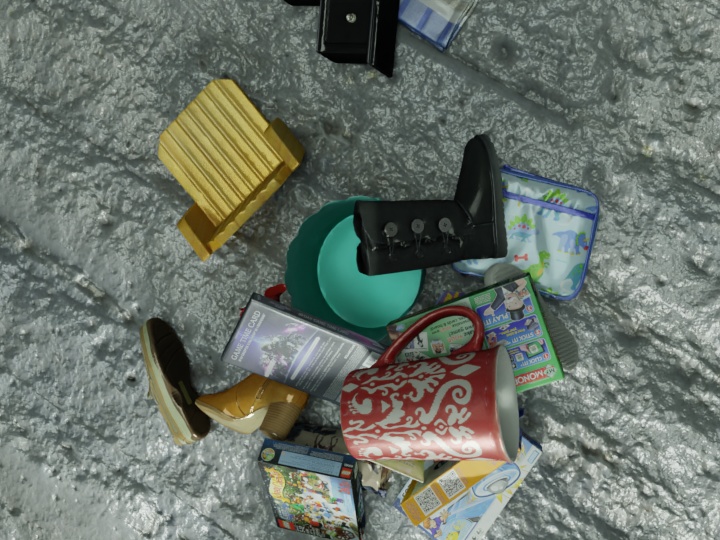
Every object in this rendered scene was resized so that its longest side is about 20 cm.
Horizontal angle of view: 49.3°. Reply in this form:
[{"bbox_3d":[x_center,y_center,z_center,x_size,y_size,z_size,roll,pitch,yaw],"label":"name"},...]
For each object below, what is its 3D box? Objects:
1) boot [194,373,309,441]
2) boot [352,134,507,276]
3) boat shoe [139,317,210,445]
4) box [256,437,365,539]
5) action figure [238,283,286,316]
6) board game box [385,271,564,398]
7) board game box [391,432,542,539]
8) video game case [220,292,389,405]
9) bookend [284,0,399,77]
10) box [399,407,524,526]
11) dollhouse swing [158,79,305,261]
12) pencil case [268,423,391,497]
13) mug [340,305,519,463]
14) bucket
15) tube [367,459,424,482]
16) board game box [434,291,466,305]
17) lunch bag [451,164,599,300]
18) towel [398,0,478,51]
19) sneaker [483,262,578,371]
[{"bbox_3d":[-0.150,0.170,1.183,0.197,0.071,0.146,6,59,37],"label":"boot"},{"bbox_3d":[0.084,-0.085,1.011,0.194,0.066,0.170,-7,83,-9],"label":"boot"},{"bbox_3d":[-0.308,0.178,1.227,0.075,0.071,0.205,-24,85,28],"label":"boat shoe"},{"bbox_3d":[-0.066,0.320,1.120,0.133,0.203,0.038,8,48,12],"label":"box"},{"bbox_3d":[-0.142,0.075,1.133,0.051,0.200,0.066,-29,83,-24],"label":"action figure"},{"bbox_3d":[0.144,0.100,1.000,0.196,0.029,0.138,-20,94,18],"label":"board game box"},{"bbox_3d":[0.154,0.298,1.138,0.134,0.034,0.203,34,98,10],"label":"board game box"},{"bbox_3d":[-0.077,0.112,1.058,0.196,0.019,0.144,23,134,-12],"label":"video game case"},{"bbox_3d":[-0.047,-0.394,1.129,0.195,0.092,0.205,8,95,20],"label":"bookend"},{"bbox_3d":[0.148,0.258,1.059,0.198,0.119,0.042,-37,83,11],"label":"box"},{"bbox_3d":[-0.209,-0.164,1.149,0.199,0.182,0.176,-41,103,11],"label":"dollhouse swing"},{"bbox_3d":[-0.048,0.280,1.161,0.194,0.078,0.092,6,109,13],"label":"pencil case"},{"bbox_3d":[0.087,0.153,0.964,0.195,0.180,0.135,-9,134,20],"label":"mug"},{"bbox_3d":[0.000,0.000,1.114,0.201,0.135,0.214,0,91,12],"label":"bucket"},{"bbox_3d":[0.063,0.243,1.073,0.057,0.200,0.053,-23,89,12],"label":"tube"},{"bbox_3d":[0.120,0.131,1.085,0.159,0.038,0.203,51,128,32],"label":"board game box"},{"bbox_3d":[0.225,-0.056,1.092,0.195,0.082,0.165,17,92,11],"label":"lunch bag"},{"bbox_3d":[0.120,-0.441,1.134,0.145,0.024,0.202,35,99,11],"label":"towel"},{"bbox_3d":[0.212,0.072,1.064,0.081,0.075,0.201,-13,126,47],"label":"sneaker"}]
